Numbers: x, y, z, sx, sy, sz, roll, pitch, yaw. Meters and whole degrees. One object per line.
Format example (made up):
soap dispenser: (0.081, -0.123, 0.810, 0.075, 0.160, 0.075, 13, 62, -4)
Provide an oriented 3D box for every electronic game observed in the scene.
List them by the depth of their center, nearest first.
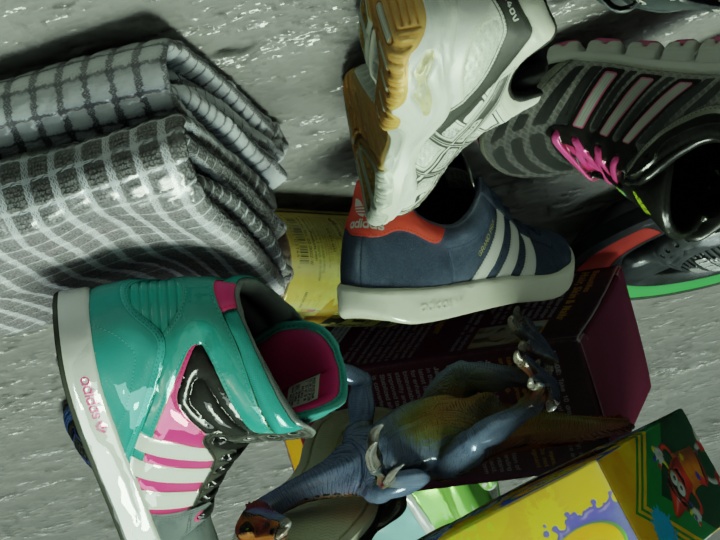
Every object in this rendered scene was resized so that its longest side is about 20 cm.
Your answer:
electronic game: (0.218, -0.022, 1.594, 0.199, 0.042, 0.200, -13, 165, -4)

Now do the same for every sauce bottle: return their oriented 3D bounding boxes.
sauce bottle: (0.000, 0.000, 1.442, 0.199, 0.065, 0.065, 3, 157, -42)

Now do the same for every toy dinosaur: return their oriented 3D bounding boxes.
toy dinosaur: (0.028, 0.104, 1.378, 0.181, 0.105, 0.200, -40, 122, 15)

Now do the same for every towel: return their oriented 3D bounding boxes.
towel: (-0.128, -0.028, 1.203, 0.165, 0.086, 0.200, -16, 164, 11)

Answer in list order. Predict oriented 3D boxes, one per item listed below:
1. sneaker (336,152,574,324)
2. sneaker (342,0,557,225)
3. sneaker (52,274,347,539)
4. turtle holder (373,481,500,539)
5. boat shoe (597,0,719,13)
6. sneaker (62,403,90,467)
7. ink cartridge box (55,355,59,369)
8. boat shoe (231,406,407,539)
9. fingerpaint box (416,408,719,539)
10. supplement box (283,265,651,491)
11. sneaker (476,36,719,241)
sneaker: (0.057, -0.024, 1.389, 0.075, 0.085, 0.200, 3, -173, 29)
sneaker: (0.042, -0.077, 1.197, 0.087, 0.076, 0.200, -11, 164, -10)
sneaker: (-0.062, 0.072, 1.227, 0.120, 0.084, 0.200, -12, 137, 4)
turtle holder: (0.026, 0.120, 1.736, 0.131, 0.142, 0.185, -16, 165, 12)
boat shoe: (0.121, -0.135, 1.071, 0.199, 0.075, 0.066, -11, 155, -46)
sneaker: (-0.146, 0.107, 1.658, 0.075, 0.079, 0.200, -11, 164, -9)
ink cartridge box: (-0.106, 0.046, 1.370, 0.094, 0.044, 0.200, 8, -176, -11)
boat shoe: (-0.018, 0.145, 1.441, 0.071, 0.068, 0.200, 3, -157, 18)
fingerpaint box: (0.086, 0.159, 1.425, 0.200, 0.074, 0.167, -30, 175, 23)
supplement box: (0.061, 0.069, 1.559, 0.199, 0.086, 0.110, -9, -160, 22)
sneaker: (0.135, -0.058, 1.243, 0.199, 0.088, 0.074, -3, 148, 35)
